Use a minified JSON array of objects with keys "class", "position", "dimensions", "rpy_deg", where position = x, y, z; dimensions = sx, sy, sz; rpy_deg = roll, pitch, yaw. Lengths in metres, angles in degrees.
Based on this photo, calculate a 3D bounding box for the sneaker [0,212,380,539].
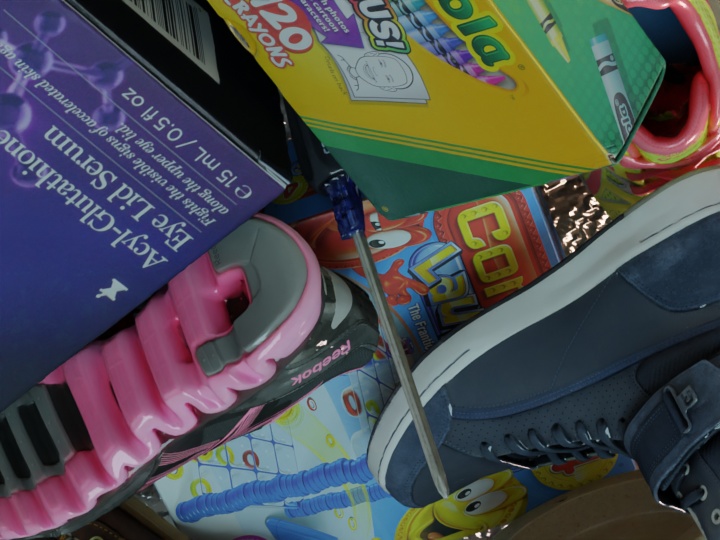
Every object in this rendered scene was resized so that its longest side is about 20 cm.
[{"class":"sneaker","position":[-0.075,0.054,1.164],"dimensions":[0.200,0.079,0.095],"rpy_deg":[-31,154,25]}]

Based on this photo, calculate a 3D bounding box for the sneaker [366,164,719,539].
[{"class":"sneaker","position":[0.099,0.074,1.146],"dimensions":[0.202,0.147,0.077],"rpy_deg":[-39,152,26]}]

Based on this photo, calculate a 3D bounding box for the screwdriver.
[{"class":"screwdriver","position":[0.000,0.000,1.123],"dimensions":[0.029,0.201,0.028],"rpy_deg":[-2,149,-19]}]

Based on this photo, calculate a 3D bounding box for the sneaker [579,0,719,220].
[{"class":"sneaker","position":[0.116,-0.062,1.158],"dimensions":[0.078,0.090,0.200],"rpy_deg":[-23,130,7]}]

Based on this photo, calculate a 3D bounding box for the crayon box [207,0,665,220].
[{"class":"crayon box","position":[0.006,-0.115,1.064],"dimensions":[0.119,0.058,0.200],"rpy_deg":[-13,126,44]}]

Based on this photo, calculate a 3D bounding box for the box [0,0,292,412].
[{"class":"box","position":[-0.150,-0.045,1.117],"dimensions":[0.200,0.104,0.148],"rpy_deg":[-38,125,20]}]

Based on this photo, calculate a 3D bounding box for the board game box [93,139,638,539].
[{"class":"board game box","position":[-0.003,0.036,1.237],"dimensions":[0.195,0.056,0.200],"rpy_deg":[-19,129,6]}]

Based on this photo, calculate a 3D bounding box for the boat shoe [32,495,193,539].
[{"class":"boat shoe","position":[-0.101,0.141,1.240],"dimensions":[0.199,0.070,0.071],"rpy_deg":[23,134,16]}]

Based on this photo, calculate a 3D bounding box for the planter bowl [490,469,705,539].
[{"class":"planter bowl","position":[0.121,0.166,1.223],"dimensions":[0.200,0.200,0.135],"rpy_deg":[-21,105,7]}]
